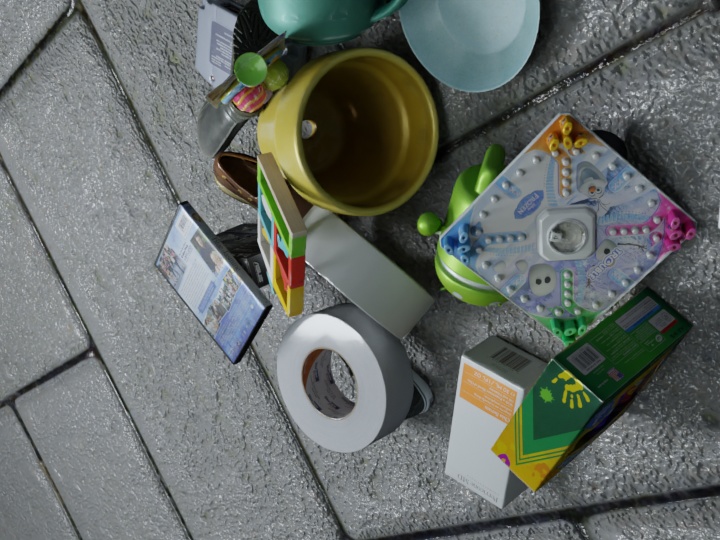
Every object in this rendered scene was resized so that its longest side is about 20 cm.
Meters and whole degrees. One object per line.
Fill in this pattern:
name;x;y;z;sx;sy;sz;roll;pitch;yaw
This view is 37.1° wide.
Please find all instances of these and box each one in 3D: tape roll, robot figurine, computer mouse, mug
tape roll;0.000;0.000;1.389;0.202;0.202;0.071;40;90;24
robot figurine;0.155;-0.044;1.263;0.175;0.116;0.200;16;126;3
computer mouse;0.260;-0.043;1.176;0.140;0.046;0.200;23;105;-13
mug;-0.038;-0.325;1.248;0.185;0.152;0.115;38;139;51
tape roll;-0.023;0.149;1.500;0.200;0.066;0.201;12;109;37

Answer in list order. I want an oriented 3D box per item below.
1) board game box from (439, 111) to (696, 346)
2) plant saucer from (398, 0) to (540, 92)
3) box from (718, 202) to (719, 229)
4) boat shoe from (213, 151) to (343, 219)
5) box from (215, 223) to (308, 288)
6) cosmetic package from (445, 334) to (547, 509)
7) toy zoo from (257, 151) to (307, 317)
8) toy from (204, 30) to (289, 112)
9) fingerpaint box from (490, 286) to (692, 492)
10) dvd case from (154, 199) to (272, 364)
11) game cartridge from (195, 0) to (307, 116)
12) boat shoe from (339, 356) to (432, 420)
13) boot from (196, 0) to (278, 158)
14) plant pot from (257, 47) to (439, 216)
board game box;0.221;-0.036;1.145;0.200;0.026;0.200;37;114;-14
plant saucer;0.128;-0.305;1.214;0.201;0.039;0.201;23;126;36
box;0.438;-0.100;0.952;0.200;0.106;0.153;19;122;39
boat shoe;-0.118;-0.108;1.498;0.200;0.072;0.068;26;169;7
box;-0.165;-0.022;1.570;0.200;0.158;0.048;3;111;44
cosmetic package;0.178;0.198;1.399;0.101;0.071;0.200;27;128;34
toy zoo;-0.100;-0.033;1.337;0.200;0.020;0.131;96;154;-52
toy;-0.120;-0.219;1.251;0.047;0.115;0.200;50;180;-4
fingerpaint box;0.257;0.131;1.187;0.073;0.200;0.167;43;134;20
dvd case;-0.210;0.019;1.503;0.200;0.018;0.143;49;137;16
game cartridge;-0.156;-0.293;1.513;0.200;0.041;0.133;34;128;29
boat shoe;0.016;0.139;1.544;0.200;0.057;0.069;38;133;25
boot;-0.166;-0.258;1.461;0.200;0.072;0.182;150;137;-73
plant pot;-0.034;-0.174;1.346;0.189;0.200;0.201;15;122;59
